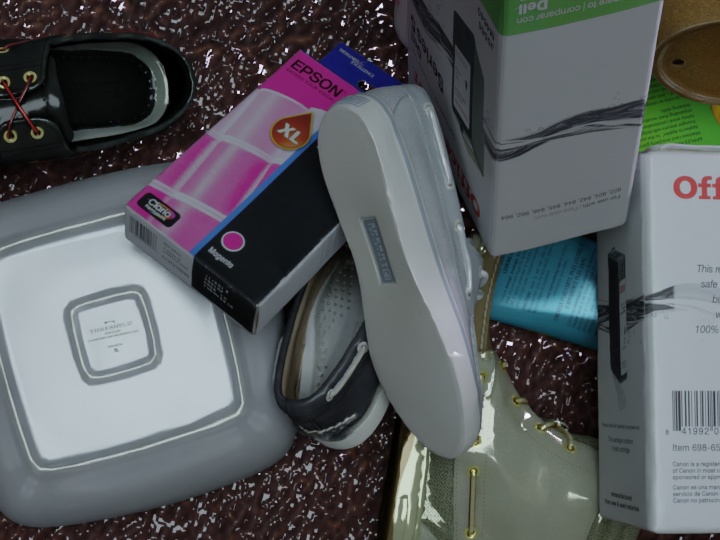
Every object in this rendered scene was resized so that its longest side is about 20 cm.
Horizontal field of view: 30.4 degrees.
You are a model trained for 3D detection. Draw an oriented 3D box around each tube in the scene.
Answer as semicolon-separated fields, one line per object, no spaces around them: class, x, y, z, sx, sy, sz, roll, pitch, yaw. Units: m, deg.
tube;0.160;0.022;0.814;0.198;0.050;0.078;21;77;4

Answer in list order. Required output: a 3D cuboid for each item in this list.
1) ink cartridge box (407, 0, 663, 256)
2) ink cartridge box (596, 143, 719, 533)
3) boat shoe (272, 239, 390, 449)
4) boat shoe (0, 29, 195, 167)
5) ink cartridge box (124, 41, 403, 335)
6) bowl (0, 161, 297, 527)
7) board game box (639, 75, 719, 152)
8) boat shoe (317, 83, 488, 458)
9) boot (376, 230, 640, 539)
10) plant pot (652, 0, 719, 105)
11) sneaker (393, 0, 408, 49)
ink cartridge box;0.082;-0.129;0.672;0.083;0.201;0.147;-14;51;-9
ink cartridge box;0.210;0.039;0.734;0.142;0.084;0.203;1;85;-10
boat shoe;0.000;0.000;0.770;0.073;0.060;0.202;9;70;34
boat shoe;-0.185;-0.096;0.734;0.200;0.063;0.075;-15;98;-37
ink cartridge box;-0.033;-0.061;0.748;0.094;0.037;0.200;35;56;14
bowl;-0.139;0.039;0.764;0.197;0.075;0.202;-14;86;-9
board game box;0.164;-0.095;0.814;0.197;0.048;0.103;-14;72;-7
boat shoe;0.035;-0.001;0.713;0.068;0.072;0.202;-25;99;-34
boot;0.100;0.088;0.784;0.153;0.072;0.203;12;89;-4
plant pot;0.218;-0.204;0.752;0.184;0.187;0.203;10;69;-5
sneaker;0.081;-0.204;0.823;0.075;0.105;0.200;26;50;20
